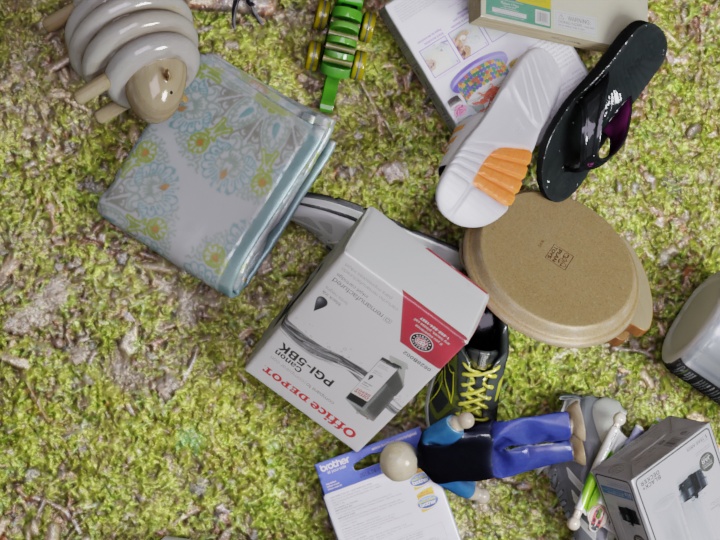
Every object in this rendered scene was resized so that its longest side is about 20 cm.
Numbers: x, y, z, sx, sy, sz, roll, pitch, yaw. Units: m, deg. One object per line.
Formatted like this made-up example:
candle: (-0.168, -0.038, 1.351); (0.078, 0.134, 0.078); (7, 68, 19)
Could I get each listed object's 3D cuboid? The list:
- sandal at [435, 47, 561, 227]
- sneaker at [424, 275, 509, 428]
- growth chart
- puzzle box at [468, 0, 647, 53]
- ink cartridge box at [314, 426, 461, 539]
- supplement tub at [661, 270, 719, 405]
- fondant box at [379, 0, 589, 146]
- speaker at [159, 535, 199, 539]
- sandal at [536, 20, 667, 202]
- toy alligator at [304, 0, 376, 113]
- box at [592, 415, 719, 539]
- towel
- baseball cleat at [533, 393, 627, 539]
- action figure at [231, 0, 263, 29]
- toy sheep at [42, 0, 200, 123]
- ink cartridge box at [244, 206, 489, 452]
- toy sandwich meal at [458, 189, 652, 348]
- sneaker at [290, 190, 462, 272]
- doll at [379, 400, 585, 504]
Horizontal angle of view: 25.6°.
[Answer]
sandal: (0.129, -0.126, 1.540); (0.079, 0.059, 0.207); (43, 66, -25)
sneaker: (0.108, 0.104, 1.580); (0.074, 0.085, 0.201); (3, 91, -5)
growth chart: (0.300, 0.221, 1.594); (0.200, 0.018, 0.145); (27, 79, -30)
puzzle box: (0.197, -0.291, 1.564); (0.199, 0.025, 0.133); (8, 76, -26)
ink cartridge box: (0.037, 0.267, 1.599); (0.119, 0.042, 0.201); (-19, 96, -5)
supplement tub: (0.416, 0.098, 1.595); (0.200, 0.123, 0.123); (33, 88, -6)
fondant box: (0.131, -0.215, 1.590); (0.144, 0.058, 0.200); (-32, 93, -4)
speaker: (-0.102, 0.310, 1.548); (0.199, 0.081, 0.081); (6, 91, 4)
sandal: (0.239, -0.154, 1.547); (0.075, 0.048, 0.201); (32, 91, -40)
toy alligator: (-0.013, -0.257, 1.574); (0.059, 0.054, 0.201); (13, 90, -7)
box: (0.315, 0.259, 1.560); (0.117, 0.060, 0.200); (-31, 108, -27)
towel: (-0.138, -0.097, 1.545); (0.171, 0.048, 0.200); (32, 87, 19)
baseball cleat: (0.217, 0.225, 1.614); (0.106, 0.070, 0.201); (6, 89, 10)
action figure: (-0.102, -0.341, 1.541); (0.119, 0.102, 0.200); (-8, 134, -32)
toy sheep: (-0.224, -0.225, 1.519); (0.138, 0.138, 0.200); (-25, 70, -5)
ink cartridge box: (0.003, 0.060, 1.513); (0.147, 0.083, 0.200); (36, 129, -5)
toy sandwich meal: (0.189, 0.006, 1.562); (0.205, 0.070, 0.206); (10, 53, -13)
sneaker: (0.000, 0.000, 1.571); (0.200, 0.076, 0.116); (22, 87, -9)
doll: (0.118, 0.180, 1.548); (0.199, 0.049, 0.137); (-8, 135, 0)
